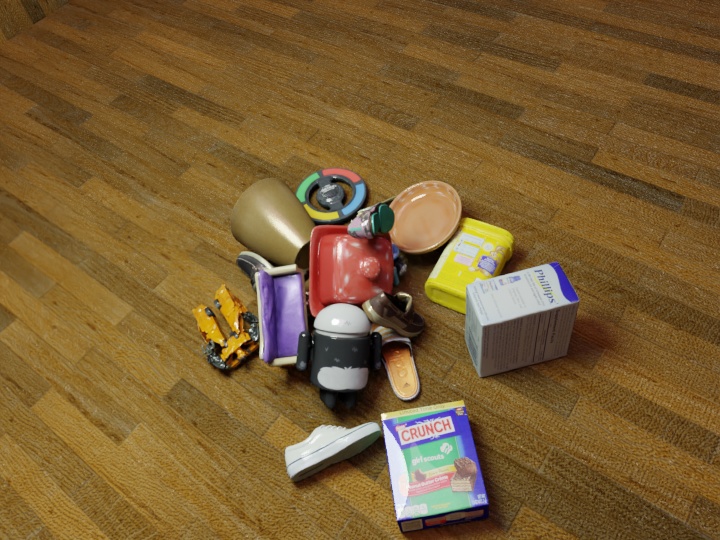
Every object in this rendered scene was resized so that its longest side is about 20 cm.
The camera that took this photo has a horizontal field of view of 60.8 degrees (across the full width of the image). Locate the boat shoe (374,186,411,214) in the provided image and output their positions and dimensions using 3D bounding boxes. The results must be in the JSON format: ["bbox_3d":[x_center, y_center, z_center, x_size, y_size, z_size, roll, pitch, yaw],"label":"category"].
[{"bbox_3d":[0.114,-0.164,1.558,0.197,0.063,0.074,-28,52,-13],"label":"boat shoe"}]

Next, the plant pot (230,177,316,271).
[{"bbox_3d":[-0.180,-0.090,1.470,0.186,0.188,0.199,-38,57,-21],"label":"plant pot"}]

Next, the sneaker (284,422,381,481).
[{"bbox_3d":[-0.058,0.330,1.188,0.196,0.074,0.072,-22,57,-8],"label":"sneaker"}]

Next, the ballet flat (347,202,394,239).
[{"bbox_3d":[0.018,-0.103,1.287,0.070,0.071,0.200,-2,11,17],"label":"ballet flat"}]

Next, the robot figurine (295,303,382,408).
[{"bbox_3d":[-0.041,0.169,1.241,0.123,0.149,0.205,6,94,33],"label":"robot figurine"}]

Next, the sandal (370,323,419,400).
[{"bbox_3d":[0.077,0.171,1.301,0.078,0.060,0.209,-18,51,-6],"label":"sandal"}]

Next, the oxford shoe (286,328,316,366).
[{"bbox_3d":[-0.098,0.149,1.337,0.196,0.073,0.072,-19,53,-5],"label":"oxford shoe"}]

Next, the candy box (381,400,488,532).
[{"bbox_3d":[0.134,0.357,1.134,0.165,0.078,0.203,-10,50,1],"label":"candy box"}]

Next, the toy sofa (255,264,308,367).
[{"bbox_3d":[-0.158,0.094,1.280,0.081,0.097,0.205,-8,79,16],"label":"toy sofa"}]

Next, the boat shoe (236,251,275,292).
[{"bbox_3d":[-0.232,0.023,1.462,0.198,0.073,0.065,33,57,23],"label":"boat shoe"}]

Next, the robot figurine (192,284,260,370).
[{"bbox_3d":[-0.298,0.131,1.383,0.144,0.058,0.201,-39,54,-1],"label":"robot figurine"}]

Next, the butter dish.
[{"bbox_3d":[0.000,0.000,1.298,0.196,0.147,0.205,2,84,-22],"label":"butter dish"}]

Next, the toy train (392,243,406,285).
[{"bbox_3d":[0.012,-0.025,1.456,0.198,0.087,0.115,31,71,26],"label":"toy train"}]

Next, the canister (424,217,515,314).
[{"bbox_3d":[0.248,-0.008,1.400,0.146,0.087,0.202,20,59,23],"label":"canister"}]

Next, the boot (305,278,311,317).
[{"bbox_3d":[-0.147,0.072,1.380,0.073,0.076,0.201,20,65,46],"label":"boot"}]

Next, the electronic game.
[{"bbox_3d":[-0.079,-0.201,1.632,0.195,0.042,0.203,-5,51,6],"label":"electronic game"}]

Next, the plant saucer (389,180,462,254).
[{"bbox_3d":[0.151,-0.122,1.465,0.196,0.038,0.204,-14,55,21],"label":"plant saucer"}]

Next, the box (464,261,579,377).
[{"bbox_3d":[0.318,0.101,1.239,0.195,0.186,0.106,-13,48,-2],"label":"box"}]

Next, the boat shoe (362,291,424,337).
[{"bbox_3d":[0.087,0.084,1.286,0.072,0.198,0.073,-46,51,17],"label":"boat shoe"}]
